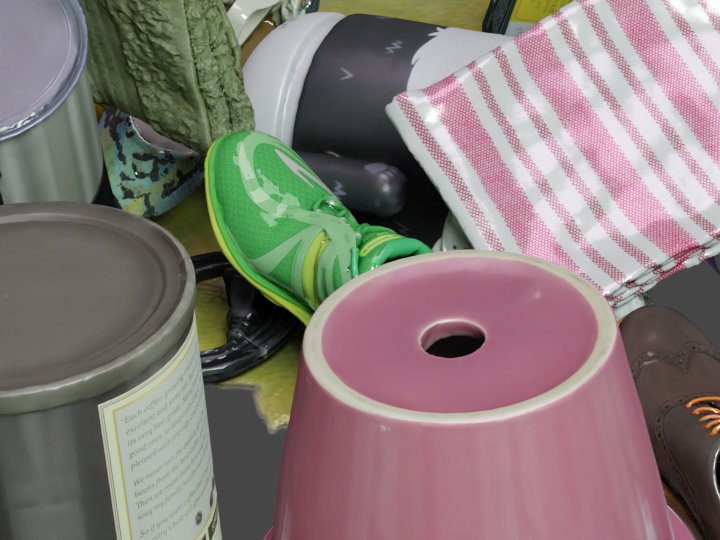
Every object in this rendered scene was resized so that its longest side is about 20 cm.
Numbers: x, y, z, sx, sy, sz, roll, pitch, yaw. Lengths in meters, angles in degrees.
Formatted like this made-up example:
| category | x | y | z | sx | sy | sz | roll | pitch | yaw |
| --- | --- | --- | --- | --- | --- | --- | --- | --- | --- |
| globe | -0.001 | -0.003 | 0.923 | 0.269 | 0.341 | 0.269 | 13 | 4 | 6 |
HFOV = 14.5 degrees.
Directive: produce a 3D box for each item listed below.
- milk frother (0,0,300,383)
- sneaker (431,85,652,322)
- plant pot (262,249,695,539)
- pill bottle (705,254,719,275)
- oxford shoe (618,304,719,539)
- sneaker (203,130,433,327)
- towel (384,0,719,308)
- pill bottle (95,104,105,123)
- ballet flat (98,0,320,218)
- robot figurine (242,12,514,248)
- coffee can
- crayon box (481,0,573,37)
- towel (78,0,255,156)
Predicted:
| category | x | y | z | sx | sy | sz | roll | pitch | yaw |
| --- | --- | --- | --- | --- | --- | --- | --- | --- | --- |
| milk frother | -0.138 | -0.041 | 1.417 | 0.200 | 0.188 | 0.181 | -10 | 60 | -4 |
| sneaker | 0.085 | 0.005 | 1.387 | 0.099 | 0.078 | 0.200 | -22 | 66 | 5 |
| plant pot | 0.046 | 0.099 | 1.181 | 0.200 | 0.179 | 0.200 | -3 | 33 | 2 |
| pill bottle | 0.215 | -0.046 | 1.453 | 0.112 | 0.112 | 0.200 | -15 | 36 | -16 |
| oxford shoe | 0.165 | 0.079 | 1.252 | 0.071 | 0.073 | 0.200 | -15 | 50 | -15 |
| sneaker | 0.000 | 0.000 | 1.378 | 0.074 | 0.084 | 0.200 | -18 | 60 | -42 |
| towel | 0.130 | -0.069 | 1.354 | 0.200 | 0.030 | 0.146 | -29 | 69 | -16 |
| pill bottle | -0.181 | -0.101 | 1.603 | 0.200 | 0.104 | 0.104 | -21 | 36 | -26 |
| ballet flat | -0.084 | -0.115 | 1.558 | 0.074 | 0.074 | 0.200 | 14 | 56 | 27 |
| robot figurine | 0.027 | -0.069 | 1.509 | 0.200 | 0.150 | 0.125 | 11 | 75 | 23 |
| coffee can | -0.132 | 0.093 | 1.193 | 0.146 | 0.200 | 0.146 | -4 | 32 | 2 |
| crayon box | 0.176 | -0.141 | 1.560 | 0.200 | 0.127 | 0.051 | 7 | 59 | -8 |
| towel | -0.130 | -0.139 | 1.403 | 0.148 | 0.200 | 0.036 | 23 | 63 | 24 |
